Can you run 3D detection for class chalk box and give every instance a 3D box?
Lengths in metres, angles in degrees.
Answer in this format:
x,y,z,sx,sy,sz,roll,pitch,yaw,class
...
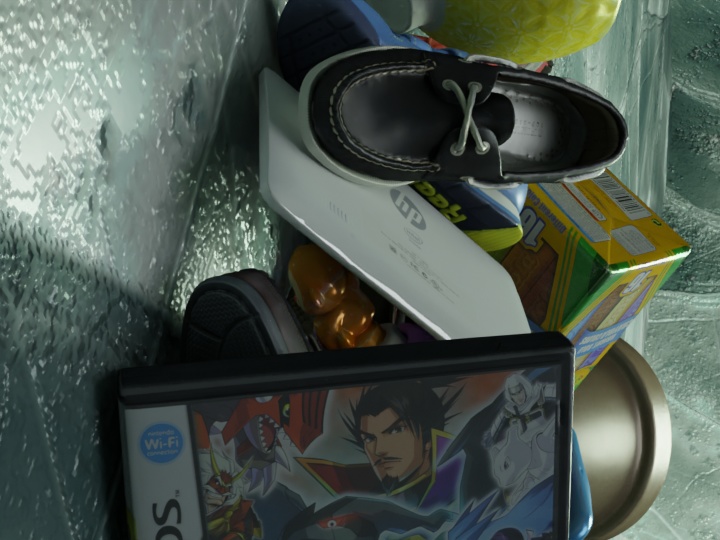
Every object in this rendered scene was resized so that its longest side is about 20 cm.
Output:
x,y,z,sx,sy,sz,roll,pitch,yaw,class
0.105,0.022,0.867,0.123,0.125,0.200,-9,140,-50,chalk box

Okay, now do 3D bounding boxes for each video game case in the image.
x,y,z,sx,sy,sz,roll,pitch,yaw,class
-0.003,0.124,0.559,0.026,0.199,0.182,-123,-150,-70,video game case

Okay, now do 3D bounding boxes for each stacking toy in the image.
x,y,z,sx,sy,sz,roll,pitch,yaw,class
0.023,0.069,0.637,0.200,0.109,0.116,53,16,-17,stacking toy

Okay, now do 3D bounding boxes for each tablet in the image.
x,y,z,sx,sy,sz,roll,pitch,yaw,class
0.023,-0.016,0.643,0.200,0.014,0.130,39,24,-27,tablet

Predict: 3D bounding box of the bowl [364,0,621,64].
x,y,z,sx,sy,sz,roll,pitch,yaw,class
0.052,-0.201,0.738,0.107,0.200,0.201,-30,138,-15,bowl

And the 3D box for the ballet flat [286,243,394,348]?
x,y,z,sx,sy,sz,roll,pitch,yaw,class
0.000,0.000,0.721,0.067,0.046,0.201,30,53,-23,ballet flat

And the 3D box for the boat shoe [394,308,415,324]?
x,y,z,sx,sy,sz,roll,pitch,yaw,class
0.016,0.076,0.811,0.074,0.063,0.203,-51,143,-65,boat shoe

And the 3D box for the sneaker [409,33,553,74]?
x,y,z,sx,sy,sz,roll,pitch,yaw,class
0.069,-0.138,0.864,0.087,0.074,0.200,52,42,-10,sneaker

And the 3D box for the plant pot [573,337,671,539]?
x,y,z,sx,sy,sz,roll,pitch,yaw,class
0.145,0.145,1.073,0.174,0.199,0.202,5,90,-54,plant pot

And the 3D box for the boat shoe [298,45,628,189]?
x,y,z,sx,sy,sz,roll,pitch,yaw,class
0.059,-0.075,0.637,0.199,0.060,0.074,6,88,-41,boat shoe

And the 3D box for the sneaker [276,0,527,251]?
x,y,z,sx,sy,sz,roll,pitch,yaw,class
0.029,-0.096,0.707,0.200,0.074,0.083,45,53,-34,sneaker

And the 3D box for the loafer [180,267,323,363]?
x,y,z,sx,sy,sz,roll,pitch,yaw,class
-0.033,0.088,0.602,0.063,0.072,0.201,-33,116,-49,loafer
